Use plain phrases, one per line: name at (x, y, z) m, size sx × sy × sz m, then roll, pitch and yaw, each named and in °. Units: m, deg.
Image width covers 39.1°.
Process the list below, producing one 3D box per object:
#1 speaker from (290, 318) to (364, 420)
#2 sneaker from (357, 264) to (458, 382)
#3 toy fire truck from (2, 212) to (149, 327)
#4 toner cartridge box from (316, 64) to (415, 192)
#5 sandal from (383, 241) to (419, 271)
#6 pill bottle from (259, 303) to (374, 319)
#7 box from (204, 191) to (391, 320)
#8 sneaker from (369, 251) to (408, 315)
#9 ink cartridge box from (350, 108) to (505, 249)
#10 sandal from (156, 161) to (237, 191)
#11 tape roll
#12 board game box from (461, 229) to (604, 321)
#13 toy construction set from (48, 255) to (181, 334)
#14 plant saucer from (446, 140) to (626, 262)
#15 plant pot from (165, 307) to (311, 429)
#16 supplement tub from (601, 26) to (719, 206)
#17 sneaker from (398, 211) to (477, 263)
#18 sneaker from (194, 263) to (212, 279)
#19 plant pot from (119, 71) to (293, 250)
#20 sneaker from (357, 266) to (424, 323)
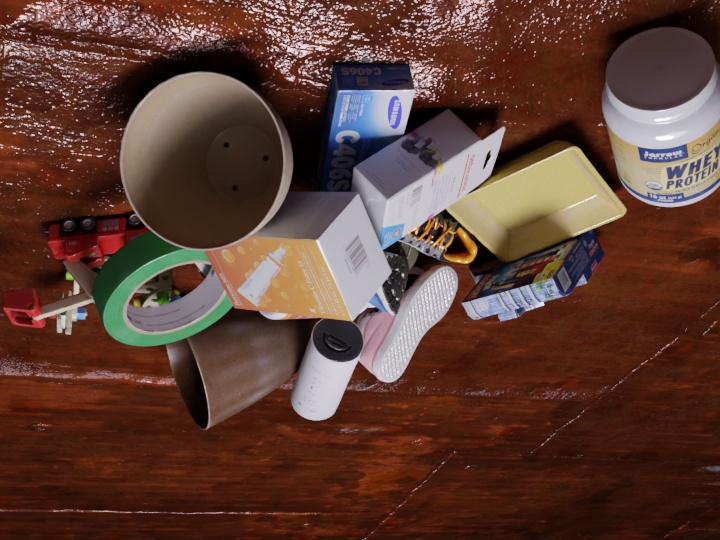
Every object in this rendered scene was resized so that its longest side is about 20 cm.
speaker at (-0.053, 0.153, 1.556) m, size 0.081 × 0.081 × 0.200 m, roll 1°, pitch 146°, yaw -14°
sneaker at (0.059, 0.066, 1.544) m, size 0.075 × 0.105 × 0.200 m, roll 38°, pitch 83°, yaw -36°
toy fire truck at (-0.372, -0.001, 1.369) m, size 0.200 × 0.141 × 0.049 m, roll -6°, pitch 148°, yaw -2°
toner cartridge box at (0.003, -0.172, 1.269) m, size 0.095 × 0.043 × 0.200 m, roll -3°, pitch 148°, yaw -11°
sandal at (0.014, -0.057, 1.433) m, size 0.200 × 0.055 × 0.082 m, roll 24°, pitch 95°, yaw -42°
pill bottle at (-0.050, 0.013, 1.470) m, size 0.200 × 0.112 × 0.112 m, roll 0°, pitch 150°, yaw -38°
box at (-0.083, -0.022, 1.257) m, size 0.200 × 0.097 × 0.124 m, roll 3°, pitch 130°, yaw 38°
sneaker at (0.000, 0.000, 1.392) m, size 0.089 × 0.079 × 0.200 m, roll 5°, pitch 157°, yaw 31°
ink cartridge box at (0.083, -0.124, 1.292) m, size 0.200 × 0.068 × 0.115 m, roll -33°, pitch 157°, yaw -23°
sandal at (-0.212, -0.102, 1.323) m, size 0.200 × 0.080 × 0.087 m, roll 15°, pitch 177°, yaw -42°
tape roll at (-0.253, 0.021, 1.354) m, size 0.200 × 0.048 × 0.200 m, roll -23°, pitch 149°, yaw -14°
board game box at (0.240, 0.017, 1.520) m, size 0.200 × 0.200 × 0.062 m, roll -19°, pitch 105°, yaw 36°
toy construction set at (-0.354, 0.029, 1.479) m, size 0.200 × 0.092 × 0.131 m, roll -8°, pitch 150°, yaw -20°
plant saucer at (0.245, -0.103, 1.425) m, size 0.200 × 0.048 × 0.200 m, roll -24°, pitch 144°, yaw 24°
plant pot at (-0.182, 0.130, 1.601) m, size 0.200 × 0.187 × 0.187 m, roll -17°, pitch 153°, yaw -23°
supplement tub at (0.373, -0.184, 1.234) m, size 0.144 × 0.145 × 0.200 m, roll -16°, pitch 147°, yaw 14°
sneaker at (0.091, -0.060, 1.405) m, size 0.200 × 0.077 × 0.078 m, roll 19°, pitch 98°, yaw -48°
sneaker at (-0.207, -0.051, 1.411) m, size 0.093 × 0.070 × 0.200 m, roll -31°, pitch 143°, yaw 4°
plant pot at (-0.162, -0.128, 1.200) m, size 0.200 × 0.200 × 0.134 m, roll -18°, pitch -179°, yaw 16°
sneaker at (0.059, 0.087, 1.625) m, size 0.073 × 0.112 × 0.200 m, roll 5°, pitch 146°, yaw -21°
